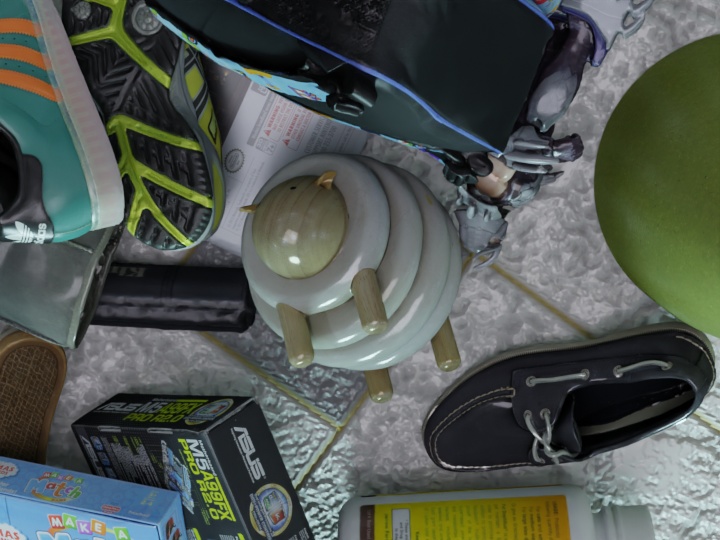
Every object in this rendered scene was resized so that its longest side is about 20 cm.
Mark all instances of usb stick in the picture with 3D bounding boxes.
[{"bbox_3d":[-0.162,0.014,1.045,0.198,0.056,0.033,3,122,2],"label":"usb stick"}]

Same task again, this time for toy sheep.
[{"bbox_3d":[0.000,0.000,0.982,0.137,0.200,0.139,-10,67,25],"label":"toy sheep"}]

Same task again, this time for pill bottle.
[{"bbox_3d":[0.087,0.194,1.058,0.198,0.109,0.110,-4,106,3],"label":"pill bottle"}]

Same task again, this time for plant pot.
[{"bbox_3d":[0.237,-0.029,0.944,0.185,0.200,0.189,0,106,2],"label":"plant pot"}]

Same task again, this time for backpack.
[{"bbox_3d":[-0.013,-0.151,0.888,0.199,0.182,0.135,25,91,31],"label":"backpack"}]

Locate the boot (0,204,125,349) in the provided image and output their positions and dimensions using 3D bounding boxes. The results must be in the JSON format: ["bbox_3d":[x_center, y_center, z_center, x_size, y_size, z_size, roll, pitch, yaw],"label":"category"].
[{"bbox_3d":[-0.235,-0.065,0.995,0.199,0.073,0.183,17,101,11],"label":"boot"}]

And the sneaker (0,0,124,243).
[{"bbox_3d":[-0.206,-0.104,0.940,0.079,0.071,0.201,-16,66,-27],"label":"sneaker"}]

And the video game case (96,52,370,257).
[{"bbox_3d":[-0.078,-0.118,1.023,0.181,0.023,0.201,25,106,-5],"label":"video game case"}]

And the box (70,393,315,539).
[{"bbox_3d":[-0.090,0.176,1.043,0.160,0.044,0.201,-5,111,50],"label":"box"}]

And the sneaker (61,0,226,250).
[{"bbox_3d":[-0.126,-0.109,0.982,0.075,0.076,0.202,-9,88,8],"label":"sneaker"}]

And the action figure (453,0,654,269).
[{"bbox_3d":[0.108,-0.092,0.974,0.069,0.130,0.201,24,94,-3],"label":"action figure"}]

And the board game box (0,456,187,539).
[{"bbox_3d":[-0.175,0.215,1.060,0.150,0.037,0.201,8,125,20],"label":"board game box"}]

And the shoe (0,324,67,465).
[{"bbox_3d":[-0.240,0.117,1.083,0.070,0.053,0.201,12,112,-31],"label":"shoe"}]

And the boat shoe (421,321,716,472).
[{"bbox_3d":[0.126,0.087,1.042,0.199,0.063,0.073,-19,108,18],"label":"boat shoe"}]
